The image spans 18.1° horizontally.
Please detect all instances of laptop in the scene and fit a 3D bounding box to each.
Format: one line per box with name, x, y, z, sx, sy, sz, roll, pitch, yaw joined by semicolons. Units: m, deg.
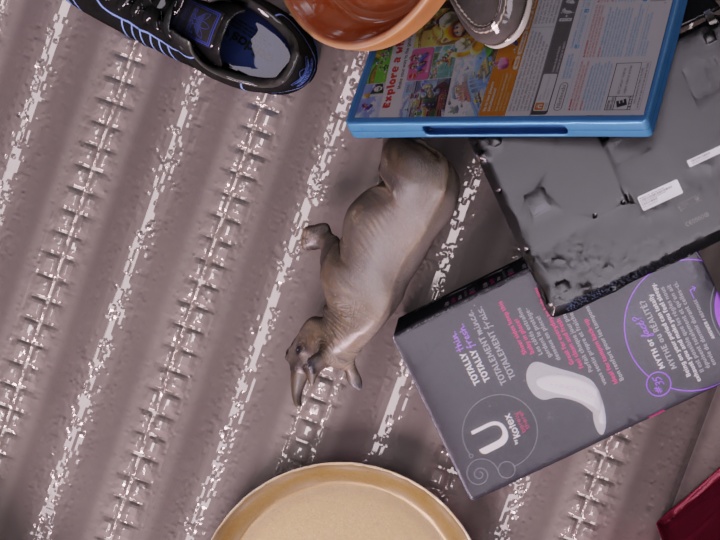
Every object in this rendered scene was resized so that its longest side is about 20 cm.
laptop;0.160;-0.095;1.435;0.177;0.103;0.201;-26;84;5

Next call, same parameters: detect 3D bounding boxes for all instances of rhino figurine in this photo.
rhino figurine;0.000;0.000;1.468;0.060;0.087;0.201;21;98;-38

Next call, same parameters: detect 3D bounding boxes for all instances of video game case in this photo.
video game case;0.100;-0.143;1.413;0.199;0.018;0.144;2;55;26

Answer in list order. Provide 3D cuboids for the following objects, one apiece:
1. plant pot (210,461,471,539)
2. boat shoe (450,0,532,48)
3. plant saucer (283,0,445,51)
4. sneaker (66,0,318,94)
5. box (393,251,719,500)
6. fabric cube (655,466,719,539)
plant pot;-0.012;0.226;1.526;0.199;0.027;0.201;0;96;3
boat shoe;0.063;-0.236;1.414;0.067;0.057;0.201;-21;65;42
plant saucer;0.013;-0.237;1.419;0.032;0.200;0.201;3;97;-39
sneaker;-0.118;-0.173;1.466;0.199;0.078;0.070;23;96;0
box;0.135;0.047;1.463;0.199;0.106;0.123;-25;93;4
fabric cube;0.327;0.187;1.424;0.196;0.200;0.199;-43;90;6
